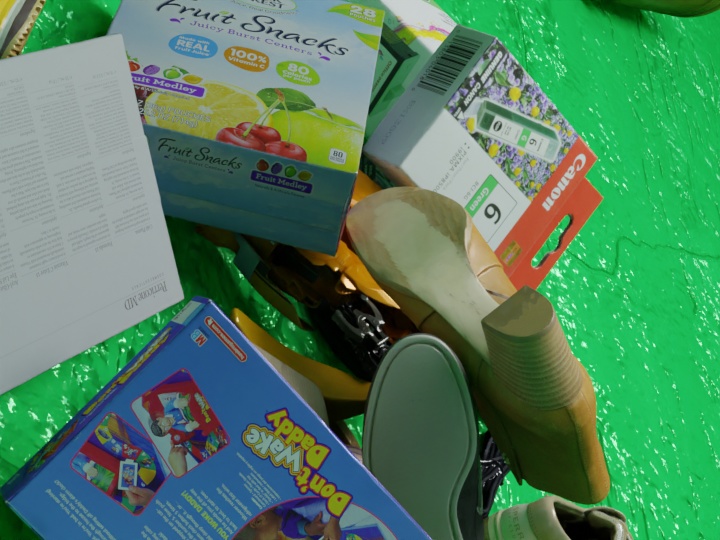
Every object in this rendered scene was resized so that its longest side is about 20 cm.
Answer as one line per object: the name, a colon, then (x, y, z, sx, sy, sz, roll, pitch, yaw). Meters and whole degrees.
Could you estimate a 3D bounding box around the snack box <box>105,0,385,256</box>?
snack box: (-0.078, -0.109, 1.044, 0.167, 0.068, 0.201, 13, 36, -4)

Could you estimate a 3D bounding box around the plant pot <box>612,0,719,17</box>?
plant pot: (0.329, -0.386, 1.948, 0.192, 0.200, 0.201, -16, 72, -48)

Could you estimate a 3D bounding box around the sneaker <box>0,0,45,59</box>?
sneaker: (-0.221, -0.178, 0.971, 0.090, 0.075, 0.201, 26, 25, -16)

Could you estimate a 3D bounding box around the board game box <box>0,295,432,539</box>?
board game box: (-0.057, 0.131, 0.823, 0.200, 0.134, 0.045, 48, -10, -12)

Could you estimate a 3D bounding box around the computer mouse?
computer mouse: (0.053, 0.064, 1.155, 0.201, 0.046, 0.140, 54, 29, 0)

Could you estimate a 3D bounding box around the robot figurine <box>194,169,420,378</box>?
robot figurine: (0.000, 0.000, 1.071, 0.200, 0.058, 0.145, 40, 44, 2)

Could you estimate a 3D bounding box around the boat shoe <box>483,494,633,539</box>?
boat shoe: (0.157, 0.195, 1.146, 0.199, 0.065, 0.073, 30, 35, -48)

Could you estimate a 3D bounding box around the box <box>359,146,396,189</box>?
box: (0.063, 0.002, 1.209, 0.200, 0.040, 0.137, 48, 12, -11)

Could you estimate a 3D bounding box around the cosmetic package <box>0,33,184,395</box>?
cosmetic package: (-0.172, -0.029, 0.851, 0.200, 0.051, 0.152, -30, 107, -62)

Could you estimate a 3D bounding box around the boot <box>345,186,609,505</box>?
boot: (0.066, 0.047, 0.987, 0.201, 0.070, 0.145, 41, -23, 48)

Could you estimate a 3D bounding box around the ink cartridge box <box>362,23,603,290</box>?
ink cartridge box: (0.100, -0.060, 1.149, 0.200, 0.109, 0.050, 43, -9, -37)

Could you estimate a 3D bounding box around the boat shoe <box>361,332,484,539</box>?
boat shoe: (0.037, 0.127, 0.959, 0.057, 0.066, 0.202, -93, 176, -75)

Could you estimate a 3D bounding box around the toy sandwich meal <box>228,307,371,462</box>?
toy sandwich meal: (-0.037, 0.106, 0.946, 0.205, 0.070, 0.206, 37, 32, -29)

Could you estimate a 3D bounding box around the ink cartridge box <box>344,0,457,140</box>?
ink cartridge box: (0.040, -0.142, 1.261, 0.200, 0.084, 0.144, 49, 19, 27)
